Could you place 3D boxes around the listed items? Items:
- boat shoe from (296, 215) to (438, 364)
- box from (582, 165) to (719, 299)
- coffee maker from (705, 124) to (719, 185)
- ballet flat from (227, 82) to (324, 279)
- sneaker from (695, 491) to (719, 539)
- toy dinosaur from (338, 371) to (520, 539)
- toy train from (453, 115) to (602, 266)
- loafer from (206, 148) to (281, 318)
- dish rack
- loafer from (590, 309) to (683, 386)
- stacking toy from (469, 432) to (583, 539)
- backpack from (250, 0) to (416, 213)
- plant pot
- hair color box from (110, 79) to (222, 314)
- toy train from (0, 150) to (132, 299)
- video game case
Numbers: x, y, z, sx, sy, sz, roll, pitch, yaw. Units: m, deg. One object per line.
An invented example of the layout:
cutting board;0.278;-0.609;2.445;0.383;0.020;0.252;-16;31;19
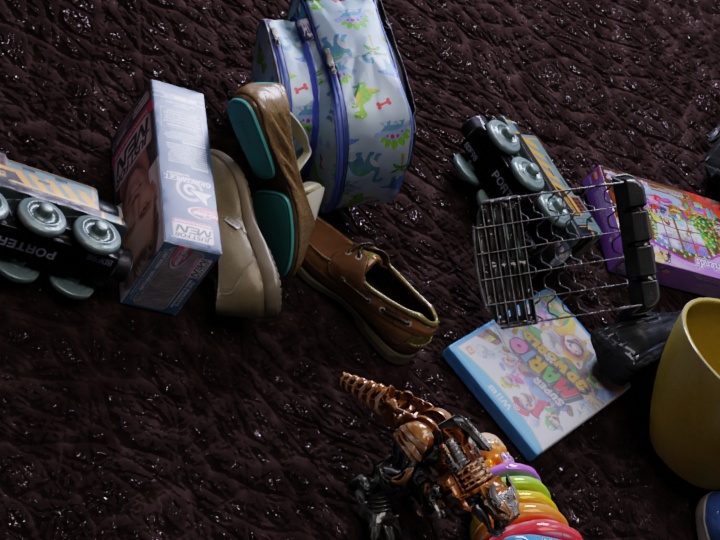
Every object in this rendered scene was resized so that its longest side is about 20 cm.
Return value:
boat shoe;0.000;0.000;1.707;0.200;0.068;0.072;43;41;4
box;0.370;-0.043;2.059;0.200;0.039;0.137;13;48;-30
coffee maker;0.556;-0.113;2.187;0.200;0.135;0.192;39;29;-11
ballet flat;-0.074;-0.092;1.656;0.072;0.068;0.200;-31;117;-36
sneaker;0.419;0.296;1.735;0.077;0.111;0.200;9;49;-32
toy dinosaur;0.060;0.167;1.542;0.102;0.136;0.200;-2;45;-34
toy train;0.187;-0.089;1.921;0.114;0.085;0.200;0;52;-53
loafer;-0.133;-0.036;1.627;0.067;0.076;0.200;-12;51;-19
dish rack;0.217;-0.017;1.808;0.199;0.055;0.154;-8;89;-7
loafer;0.315;0.069;1.881;0.070;0.068;0.200;54;33;11
stacking toy;0.142;0.225;1.606;0.116;0.110;0.200;15;35;-24
backpack;-0.032;-0.163;1.750;0.147;0.183;0.200;-11;58;-17
plant pot;0.386;0.148;1.805;0.200;0.142;0.200;25;30;-15
hair color box;-0.185;-0.070;1.600;0.060;0.100;0.200;13;47;-28
toy train;-0.296;-0.048;1.513;0.200;0.085;0.114;17;36;-26
video game case;0.189;0.105;1.799;0.143;0.018;0.200;51;41;11
